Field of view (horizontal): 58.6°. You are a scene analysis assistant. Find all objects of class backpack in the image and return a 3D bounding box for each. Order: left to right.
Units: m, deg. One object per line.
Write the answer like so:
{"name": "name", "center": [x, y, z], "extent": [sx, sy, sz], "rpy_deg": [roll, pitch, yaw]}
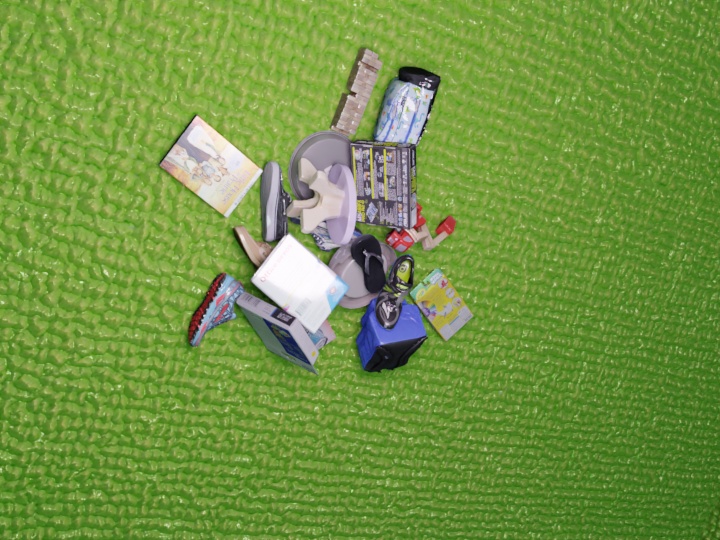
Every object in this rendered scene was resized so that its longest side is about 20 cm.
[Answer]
{"name": "backpack", "center": [0.075, 0.175, 1.731], "extent": [0.159, 0.171, 0.201], "rpy_deg": [-4, 147, -17]}
{"name": "backpack", "center": [0.108, -0.383, 1.564], "extent": [0.150, 0.164, 0.204], "rpy_deg": [-1, 116, -11]}

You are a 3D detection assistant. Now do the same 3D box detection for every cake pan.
{"name": "cake pan", "center": [-0.081, -0.243, 1.596], "extent": [0.196, 0.037, 0.205], "rpy_deg": [-7, 110, -19]}

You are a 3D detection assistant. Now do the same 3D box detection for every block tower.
{"name": "block tower", "center": [-0.010, -0.427, 1.548], "extent": [0.053, 0.058, 0.203], "rpy_deg": [17, 103, -24]}

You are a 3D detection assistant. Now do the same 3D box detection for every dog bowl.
{"name": "dog bowl", "center": [0.000, 0.000, 1.668], "extent": [0.197, 0.059, 0.203], "rpy_deg": [-21, 135, -23]}

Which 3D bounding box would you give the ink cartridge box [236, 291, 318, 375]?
{"name": "ink cartridge box", "center": [-0.196, 0.158, 1.593], "extent": [0.047, 0.195, 0.201], "rpy_deg": [-52, 141, -23]}

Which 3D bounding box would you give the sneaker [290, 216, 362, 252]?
{"name": "sneaker", "center": [-0.092, -0.090, 1.626], "extent": [0.197, 0.077, 0.087], "rpy_deg": [18, 106, -25]}

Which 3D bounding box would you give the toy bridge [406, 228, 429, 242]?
{"name": "toy bridge", "center": [0.102, -0.164, 1.631], "extent": [0.066, 0.027, 0.203], "rpy_deg": [-18, 77, -35]}

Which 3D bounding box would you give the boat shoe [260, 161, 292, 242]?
{"name": "boat shoe", "center": [-0.203, -0.170, 1.566], "extent": [0.070, 0.072, 0.204], "rpy_deg": [-8, 121, -27]}

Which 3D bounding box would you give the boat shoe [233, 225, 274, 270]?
{"name": "boat shoe", "center": [-0.246, -0.042, 1.591], "extent": [0.064, 0.071, 0.202], "rpy_deg": [-37, 126, -10]}

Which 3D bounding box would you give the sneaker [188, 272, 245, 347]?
{"name": "sneaker", "center": [-0.354, 0.112, 1.595], "extent": [0.095, 0.079, 0.202], "rpy_deg": [29, 96, -29]}

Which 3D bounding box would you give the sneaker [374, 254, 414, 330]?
{"name": "sneaker", "center": [0.089, 0.051, 1.624], "extent": [0.069, 0.083, 0.203], "rpy_deg": [21, 79, -4]}

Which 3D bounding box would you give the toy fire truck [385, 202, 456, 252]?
{"name": "toy fire truck", "center": [0.161, -0.102, 1.686], "extent": [0.141, 0.049, 0.201], "rpy_deg": [41, 51, -8]}

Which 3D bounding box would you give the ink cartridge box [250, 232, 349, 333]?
{"name": "ink cartridge box", "center": [-0.148, 0.030, 1.541], "extent": [0.199, 0.085, 0.145], "rpy_deg": [41, 83, -11]}

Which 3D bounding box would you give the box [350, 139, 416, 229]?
{"name": "box", "center": [0.057, -0.209, 1.558], "extent": [0.044, 0.157, 0.204], "rpy_deg": [-40, 133, -53]}

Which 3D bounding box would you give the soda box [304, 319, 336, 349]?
{"name": "soda box", "center": [-0.139, 0.105, 1.682], "extent": [0.068, 0.064, 0.202], "rpy_deg": [-31, 115, -8]}

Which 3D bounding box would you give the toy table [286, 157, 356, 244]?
{"name": "toy table", "center": [-0.087, -0.165, 1.499], "extent": [0.115, 0.203, 0.184], "rpy_deg": [8, 142, -28]}

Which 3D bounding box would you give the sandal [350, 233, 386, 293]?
{"name": "sandal", "center": [0.031, -0.015, 1.604], "extent": [0.075, 0.043, 0.202], "rpy_deg": [-33, 137, -9]}

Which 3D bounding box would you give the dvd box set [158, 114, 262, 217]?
{"name": "dvd box set", "center": [-0.348, -0.241, 1.500], "extent": [0.199, 0.029, 0.147], "rpy_deg": [39, 92, -27]}

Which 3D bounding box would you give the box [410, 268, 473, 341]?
{"name": "box", "center": [0.226, 0.093, 1.825], "extent": [0.117, 0.048, 0.201], "rpy_deg": [-40, 119, -3]}
